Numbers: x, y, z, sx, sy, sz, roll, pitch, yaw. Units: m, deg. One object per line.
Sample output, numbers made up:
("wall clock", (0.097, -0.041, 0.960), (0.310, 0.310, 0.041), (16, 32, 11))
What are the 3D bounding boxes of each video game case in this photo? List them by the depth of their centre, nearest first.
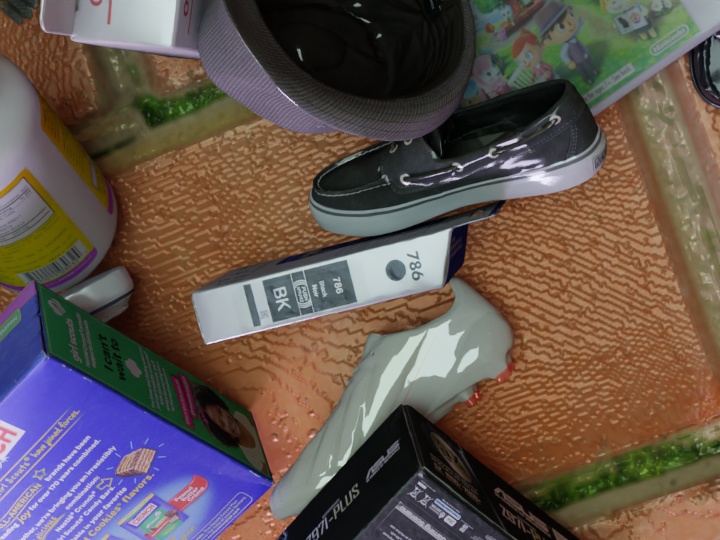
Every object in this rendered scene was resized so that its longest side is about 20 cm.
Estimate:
("video game case", (0.106, -0.179, 0.822), (0.199, 0.022, 0.183), (-34, 88, 27))

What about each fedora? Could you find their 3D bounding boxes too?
("fedora", (-0.027, -0.143, 0.784), (0.090, 0.198, 0.179), (-32, 77, 46))

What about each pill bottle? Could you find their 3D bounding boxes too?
("pill bottle", (-0.231, -0.068, 0.825), (0.103, 0.200, 0.106), (-5, 65, 10))

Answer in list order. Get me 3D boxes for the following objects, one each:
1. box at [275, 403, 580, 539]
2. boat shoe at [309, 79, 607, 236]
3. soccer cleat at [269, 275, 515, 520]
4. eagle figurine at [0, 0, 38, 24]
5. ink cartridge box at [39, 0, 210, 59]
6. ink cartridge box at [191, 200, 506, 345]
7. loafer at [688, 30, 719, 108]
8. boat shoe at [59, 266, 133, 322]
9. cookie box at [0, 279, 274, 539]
("box", (0.051, 0.213, 0.830), (0.199, 0.086, 0.164), (38, 102, -18))
("boat shoe", (0.051, -0.073, 0.817), (0.197, 0.069, 0.057), (-11, 129, 25))
("soccer cleat", (0.012, 0.087, 0.871), (0.199, 0.069, 0.078), (-39, 85, 5))
("eagle figurine", (-0.306, -0.210, 0.863), (0.149, 0.201, 0.153), (-9, 135, -24))
("ink cartridge box", (-0.118, -0.189, 0.798), (0.066, 0.200, 0.118), (8, 98, 10))
("ink cartridge box", (0.000, 0.000, 0.845), (0.197, 0.099, 0.040), (-15, 95, 14))
("loafer", (0.249, -0.195, 0.792), (0.071, 0.063, 0.202), (22, 99, 8))
("boat shoe", (-0.226, 0.070, 0.915), (0.199, 0.072, 0.066), (-34, 95, 12))
("cookie box", (-0.184, 0.128, 0.851), (0.171, 0.076, 0.199), (-43, 131, 12))
